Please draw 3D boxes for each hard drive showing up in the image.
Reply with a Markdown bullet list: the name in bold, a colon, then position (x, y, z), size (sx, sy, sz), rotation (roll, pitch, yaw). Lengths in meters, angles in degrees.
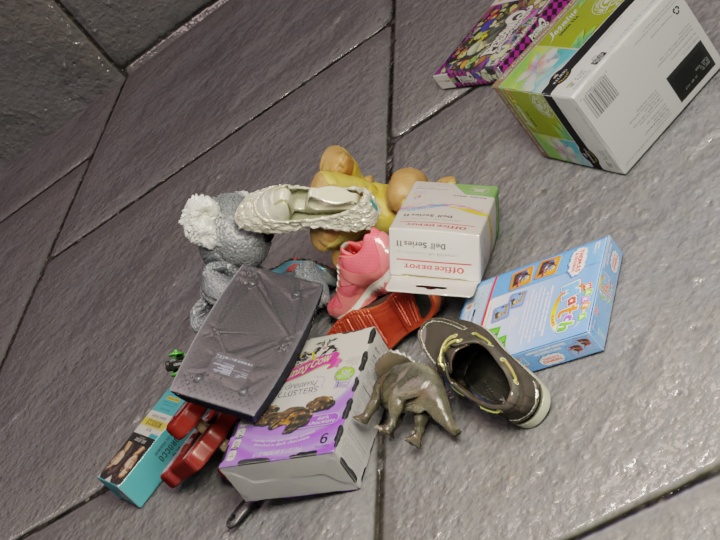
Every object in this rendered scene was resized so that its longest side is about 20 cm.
- **hard drive**: position (-0.135, 0.091, 1.543), size (0.134, 0.043, 0.201), rotation (13, 57, 23)

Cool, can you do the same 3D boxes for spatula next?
- **spatula**: position (-0.104, 0.241, 1.558), size (0.056, 0.021, 0.201), rotation (8, 56, 51)

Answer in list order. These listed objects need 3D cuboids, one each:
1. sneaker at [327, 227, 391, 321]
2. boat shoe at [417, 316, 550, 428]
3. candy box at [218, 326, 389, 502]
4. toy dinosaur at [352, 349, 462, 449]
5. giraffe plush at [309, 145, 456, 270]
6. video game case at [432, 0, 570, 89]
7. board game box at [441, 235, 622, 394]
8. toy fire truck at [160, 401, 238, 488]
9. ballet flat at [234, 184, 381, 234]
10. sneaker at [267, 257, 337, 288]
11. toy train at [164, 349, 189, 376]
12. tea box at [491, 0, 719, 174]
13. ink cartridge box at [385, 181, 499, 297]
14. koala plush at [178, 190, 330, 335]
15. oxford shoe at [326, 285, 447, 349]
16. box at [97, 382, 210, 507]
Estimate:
- **sneaker**: position (0.000, 0.000, 1.669), size (0.074, 0.087, 0.200), rotation (-50, 7, -37)
- **boat shoe**: position (0.122, 0.099, 1.350), size (0.201, 0.060, 0.072), rotation (35, 97, 48)
- **candy box**: position (-0.060, 0.173, 1.515), size (0.166, 0.072, 0.201), rotation (-13, 38, 29)
- **toy dinosaur**: position (0.054, 0.141, 1.417), size (0.103, 0.077, 0.200), rotation (-66, 21, -9)
- **giraffe plush**: position (0.044, -0.083, 1.719), size (0.161, 0.199, 0.175), rotation (-4, 77, 30)
- **video game case**: position (0.231, -0.378, 2.023), size (0.200, 0.036, 0.181), rotation (-51, 26, -17)
- **board game box**: position (0.194, 0.051, 1.412), size (0.199, 0.037, 0.152), rotation (-22, 32, 38)
- **toy fire truck**: position (-0.187, 0.195, 1.668), size (0.201, 0.112, 0.168), rotation (-55, 10, -27)
- **ballet flat**: position (-0.072, -0.089, 1.628), size (0.198, 0.072, 0.072), rotation (-1, 37, 10)
- **sneaker**: position (-0.110, 0.046, 1.836), size (0.199, 0.079, 0.097), rotation (-15, 63, 34)
- **toy train**: position (-0.178, 0.121, 1.756), size (0.198, 0.056, 0.042), rotation (-10, 78, 12)
- **tea box**: position (0.312, -0.250, 1.596), size (0.200, 0.134, 0.196), rotation (-47, 25, -10)
- **ink cartridge box**: position (0.102, -0.042, 1.545), size (0.116, 0.068, 0.200), rotation (4, 27, 13)
- **koala plush**: position (-0.172, -0.014, 1.725), size (0.182, 0.202, 0.177), rotation (-17, 2, 28)
- **oxford shoe**: position (0.038, 0.066, 1.601), size (0.199, 0.072, 0.072), rotation (-28, -2, 36)
- **box**: position (-0.283, 0.238, 1.786), size (0.201, 0.049, 0.082), rotation (-52, 27, -21)
